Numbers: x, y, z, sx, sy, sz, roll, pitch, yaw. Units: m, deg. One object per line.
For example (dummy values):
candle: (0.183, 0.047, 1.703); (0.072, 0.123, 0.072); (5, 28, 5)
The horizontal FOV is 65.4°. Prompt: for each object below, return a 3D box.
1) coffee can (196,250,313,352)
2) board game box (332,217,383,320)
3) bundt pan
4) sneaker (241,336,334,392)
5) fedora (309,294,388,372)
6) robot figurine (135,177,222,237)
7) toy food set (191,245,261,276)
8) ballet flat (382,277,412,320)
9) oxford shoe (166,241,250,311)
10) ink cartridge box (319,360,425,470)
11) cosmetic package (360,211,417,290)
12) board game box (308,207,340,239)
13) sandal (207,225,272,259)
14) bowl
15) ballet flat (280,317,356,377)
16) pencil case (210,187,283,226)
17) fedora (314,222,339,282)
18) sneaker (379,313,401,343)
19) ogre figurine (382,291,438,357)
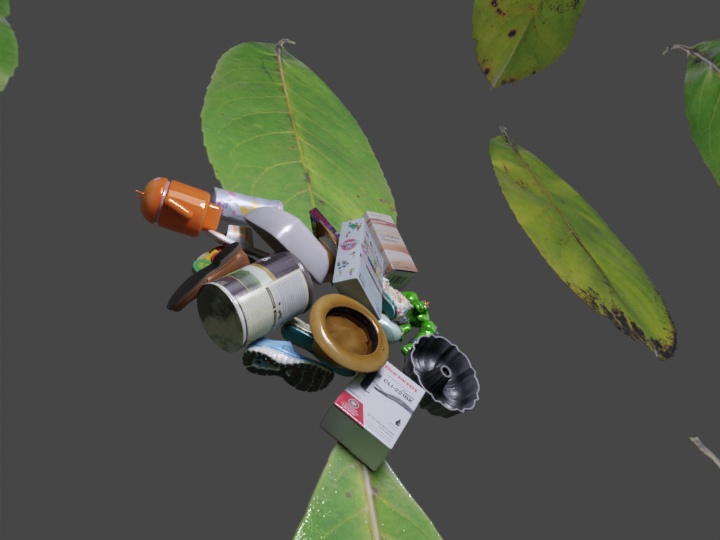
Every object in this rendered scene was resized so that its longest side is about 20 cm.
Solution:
coffee can: (-0.215, 0.060, 1.165); (0.146, 0.147, 0.199); (43, 42, 18)
board game box: (0.000, 0.000, 1.312); (0.202, 0.063, 0.149); (-83, 154, -45)
bundt pan: (0.179, 0.255, 1.317); (0.200, 0.076, 0.204); (24, 42, -22)
sneaker: (-0.144, 0.183, 1.176); (0.197, 0.079, 0.090); (23, 32, -12)
fedora: (-0.035, 0.145, 1.173); (0.199, 0.082, 0.202); (28, 36, -22)
robot figurine: (-0.433, -0.151, 1.333); (0.197, 0.117, 0.145); (18, 36, -19)
toy food set: (-0.288, 0.017, 1.297); (0.198, 0.049, 0.198); (32, 34, 0)
ballet flat: (0.058, 0.055, 1.408); (0.063, 0.077, 0.200); (-15, 42, -29)
oxford shoe: (-0.318, 0.029, 1.188); (0.072, 0.199, 0.071); (58, -13, -29)
ink cartridge box: (0.031, 0.286, 1.171); (0.143, 0.084, 0.200); (36, 34, 9)
cosmetic package: (0.063, -0.054, 1.529); (0.102, 0.087, 0.202); (5, 49, -41)
board game box: (-0.069, -0.066, 1.510); (0.032, 0.121, 0.200); (-31, 63, -21)
sandal: (-0.270, -0.071, 1.362); (0.204, 0.060, 0.079); (22, -9, -25)
bowl: (-0.163, -0.070, 1.313); (0.199, 0.075, 0.200); (27, -18, 50)
ballet flat: (-0.086, 0.163, 1.257); (0.198, 0.068, 0.062); (33, 24, 2)
pencil case: (-0.301, -0.159, 1.473); (0.197, 0.085, 0.090); (9, 5, -29)
fedora: (-0.088, -0.026, 1.434); (0.081, 0.202, 0.201); (-32, 62, -13)
sneaker: (-0.004, 0.142, 1.332); (0.198, 0.075, 0.118); (24, 28, 6)
ogre figurine: (0.119, 0.121, 1.445); (0.118, 0.099, 0.200); (-15, 37, -24)
